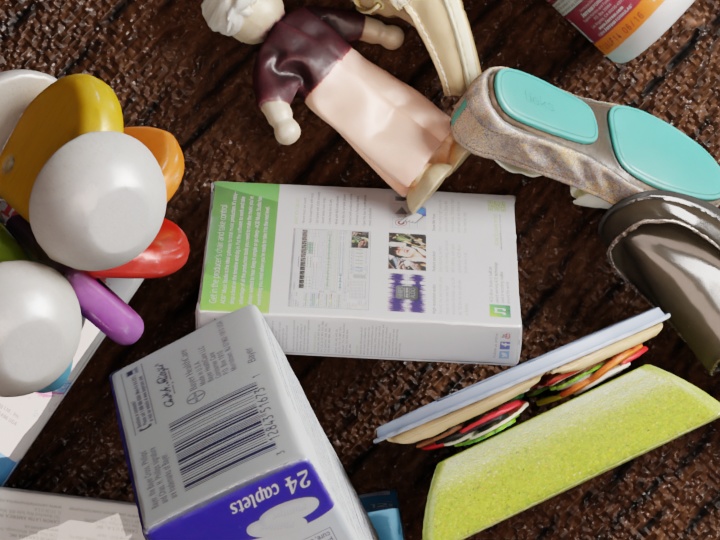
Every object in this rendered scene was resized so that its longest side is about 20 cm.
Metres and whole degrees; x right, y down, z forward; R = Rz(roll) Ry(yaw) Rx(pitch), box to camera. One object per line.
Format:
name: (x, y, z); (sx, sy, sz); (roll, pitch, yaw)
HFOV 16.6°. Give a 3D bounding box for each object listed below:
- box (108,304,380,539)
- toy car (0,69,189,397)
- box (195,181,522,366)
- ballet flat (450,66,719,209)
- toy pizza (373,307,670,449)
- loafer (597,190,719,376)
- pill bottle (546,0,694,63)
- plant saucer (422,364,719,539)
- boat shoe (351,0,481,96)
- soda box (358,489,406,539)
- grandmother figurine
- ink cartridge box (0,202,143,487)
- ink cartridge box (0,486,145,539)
box: (-0.053, 0.156, 1.451); (0.105, 0.184, 0.200); (-26, 119, 2)
toy car: (-0.181, -0.012, 1.473); (0.150, 0.175, 0.200); (31, 94, -40)
box: (0.000, 0.000, 1.552); (0.200, 0.144, 0.036); (4, 126, -1)
ballet flat: (0.141, -0.076, 1.575); (0.200, 0.068, 0.067); (23, 140, -27)
toy pizza: (0.103, 0.074, 1.528); (0.200, 0.200, 0.032); (-23, 87, 2)
loafer: (0.234, 0.025, 1.565); (0.200, 0.071, 0.073); (36, 125, -14)
pill bottle: (0.128, -0.233, 1.544); (0.200, 0.110, 0.110); (43, 94, -4)
plant saucer: (0.123, 0.110, 1.537); (0.200, 0.200, 0.048); (-26, 85, 2)
boat shoe: (0.015, -0.195, 1.567); (0.069, 0.074, 0.200); (-25, 86, 0)
soda box: (-0.068, 0.197, 1.608); (0.200, 0.064, 0.068); (-10, 96, 1)
grandmother figurine: (-0.022, -0.123, 1.575); (0.200, 0.121, 0.061); (42, 137, 4)
ink cartridge box: (-0.243, 0.031, 1.581); (0.144, 0.085, 0.200); (35, 96, -4)
ink cartridge box: (-0.218, 0.234, 1.514); (0.160, 0.047, 0.200); (7, 80, -3)
